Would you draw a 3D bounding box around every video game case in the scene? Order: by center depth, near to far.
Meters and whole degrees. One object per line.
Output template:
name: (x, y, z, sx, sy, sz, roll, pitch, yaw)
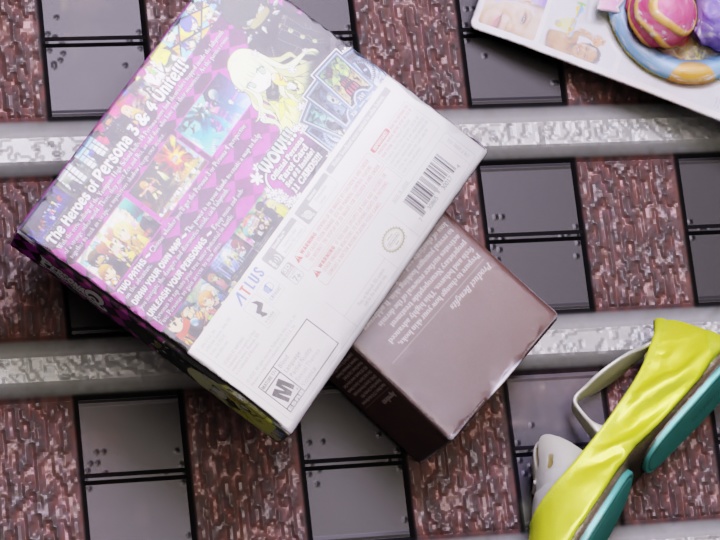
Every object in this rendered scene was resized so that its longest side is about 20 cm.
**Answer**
video game case: (-0.058, -0.040, 1.574, 0.181, 0.036, 0.200, 36, 70, -4)

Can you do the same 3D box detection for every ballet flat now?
ballet flat: (0.137, 0.103, 1.658, 0.067, 0.067, 0.200, 33, 65, 18)

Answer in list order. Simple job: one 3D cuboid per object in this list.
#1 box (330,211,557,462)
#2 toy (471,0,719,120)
box: (0.000, 0.000, 1.637, 0.200, 0.075, 0.100, 43, 69, 1)
toy: (0.177, -0.165, 1.722, 0.199, 0.047, 0.116, 19, 73, 1)
